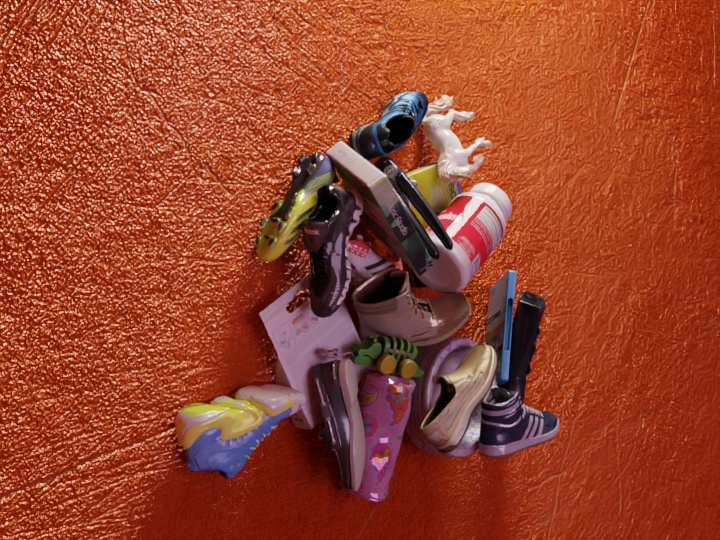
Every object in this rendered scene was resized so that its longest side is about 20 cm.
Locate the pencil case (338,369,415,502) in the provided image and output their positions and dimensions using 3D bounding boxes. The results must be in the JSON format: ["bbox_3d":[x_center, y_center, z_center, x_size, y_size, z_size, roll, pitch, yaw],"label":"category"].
[{"bbox_3d":[0.026,0.259,1.360,0.087,0.087,0.202,7,98,-46],"label":"pencil case"}]

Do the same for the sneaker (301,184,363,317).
[{"bbox_3d":[-0.054,-0.035,1.256,0.090,0.066,0.202,27,71,-51],"label":"sneaker"}]

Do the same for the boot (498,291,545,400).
[{"bbox_3d":[0.293,0.135,1.610,0.165,0.065,0.202,-85,-179,-77],"label":"boot"}]

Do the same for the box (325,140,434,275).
[{"bbox_3d":[0.031,-0.096,1.342,0.036,0.144,0.200,-39,132,-6],"label":"box"}]

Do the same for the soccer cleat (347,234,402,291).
[{"bbox_3d":[0.000,0.000,1.381,0.199,0.068,0.086,24,67,-49],"label":"soccer cleat"}]

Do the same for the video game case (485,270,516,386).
[{"bbox_3d":[0.257,0.114,1.605,0.018,0.143,0.202,9,75,-4],"label":"video game case"}]

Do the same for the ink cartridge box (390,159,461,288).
[{"bbox_3d":[0.145,-0.094,1.555,0.199,0.047,0.200,-26,107,-42],"label":"ink cartridge box"}]

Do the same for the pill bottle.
[{"bbox_3d":[0.178,-0.061,1.479,0.200,0.112,0.113,-47,121,-36],"label":"pill bottle"}]

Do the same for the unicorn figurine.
[{"bbox_3d":[0.167,-0.218,1.528,0.137,0.200,0.074,-21,148,-33],"label":"unicorn figurine"}]

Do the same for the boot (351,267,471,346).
[{"bbox_3d":[0.084,0.053,1.368,0.198,0.072,0.155,-19,141,-8],"label":"boot"}]

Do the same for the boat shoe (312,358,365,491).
[{"bbox_3d":[-0.032,0.230,1.287,0.073,0.061,0.202,-42,127,-73],"label":"boat shoe"}]

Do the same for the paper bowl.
[{"bbox_3d":[0.141,0.216,1.495,0.200,0.104,0.203,1,89,-46],"label":"paper bowl"}]

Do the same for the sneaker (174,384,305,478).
[{"bbox_3d":[-0.165,0.224,1.199,0.199,0.075,0.106,-6,104,-36],"label":"sneaker"}]

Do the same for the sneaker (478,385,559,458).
[{"bbox_3d":[0.281,0.249,1.512,0.199,0.070,0.110,-10,101,-41],"label":"sneaker"}]

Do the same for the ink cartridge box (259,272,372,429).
[{"bbox_3d":[-0.075,0.112,1.314,0.161,0.050,0.201,-39,113,-40],"label":"ink cartridge box"}]

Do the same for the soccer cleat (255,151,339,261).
[{"bbox_3d":[-0.087,-0.087,1.291,0.084,0.064,0.201,47,56,-35],"label":"soccer cleat"}]

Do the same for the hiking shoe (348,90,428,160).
[{"bbox_3d":[0.069,-0.242,1.446,0.200,0.086,0.075,-47,121,-37],"label":"hiking shoe"}]

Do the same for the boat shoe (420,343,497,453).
[{"bbox_3d":[0.157,0.191,1.398,0.076,0.071,0.201,41,57,-19],"label":"boat shoe"}]

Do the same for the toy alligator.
[{"bbox_3d":[0.027,0.123,1.332,0.199,0.059,0.055,18,97,-34],"label":"toy alligator"}]

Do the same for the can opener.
[{"bbox_3d":[0.082,-0.104,1.388,0.063,0.200,0.079,-42,157,3],"label":"can opener"}]
